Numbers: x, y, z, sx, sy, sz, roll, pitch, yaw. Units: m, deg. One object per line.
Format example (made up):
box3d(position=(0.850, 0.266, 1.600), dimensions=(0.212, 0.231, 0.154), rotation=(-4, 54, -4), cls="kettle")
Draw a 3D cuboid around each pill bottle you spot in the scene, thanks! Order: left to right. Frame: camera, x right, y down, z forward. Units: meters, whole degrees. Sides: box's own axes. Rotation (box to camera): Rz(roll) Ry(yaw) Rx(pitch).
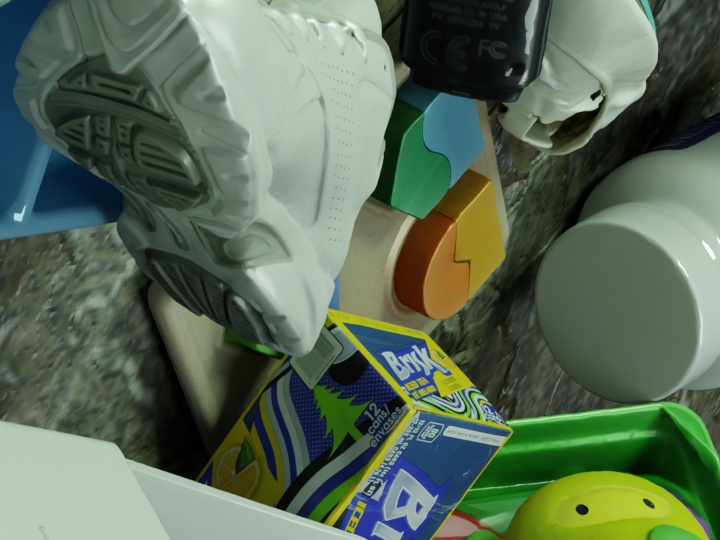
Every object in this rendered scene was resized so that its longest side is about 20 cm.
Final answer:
box3d(position=(0.174, -0.009, 1.154), dimensions=(0.200, 0.120, 0.120), rotation=(-26, 139, -50), cls="pill bottle")

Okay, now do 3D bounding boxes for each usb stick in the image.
box3d(position=(0.050, -0.155, 0.814), dimensions=(0.033, 0.055, 0.201), rotation=(-61, 161, -60), cls="usb stick")

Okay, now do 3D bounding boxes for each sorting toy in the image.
box3d(position=(0.000, 0.000, 0.934), dimensions=(0.185, 0.036, 0.200), rotation=(-49, 153, -23), cls="sorting toy")

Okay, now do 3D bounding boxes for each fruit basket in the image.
box3d(position=(0.085, 0.126, 1.006), dimensions=(0.215, 0.156, 0.216), rotation=(-13, 152, -7), cls="fruit basket")

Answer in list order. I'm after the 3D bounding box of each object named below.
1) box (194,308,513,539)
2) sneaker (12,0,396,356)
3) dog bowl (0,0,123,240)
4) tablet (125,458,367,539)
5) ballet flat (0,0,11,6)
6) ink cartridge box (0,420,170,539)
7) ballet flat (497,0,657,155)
box3d(position=(-0.034, 0.113, 0.905), dimensions=(0.070, 0.064, 0.200), rotation=(15, 116, -51), cls="box")
box3d(position=(-0.035, -0.055, 0.663), dimensions=(0.100, 0.078, 0.200), rotation=(-60, 165, -16), cls="sneaker")
box3d(position=(-0.100, -0.060, 0.663), dimensions=(0.200, 0.050, 0.112), rotation=(-11, 127, -58), cls="dog bowl")
box3d(position=(-0.085, 0.168, 0.869), dimensions=(0.014, 0.130, 0.200), rotation=(-93, -156, -70), cls="tablet")
box3d(position=(-0.162, -0.066, 0.511), dimensions=(0.200, 0.074, 0.074), rotation=(7, 112, -49), cls="ballet flat")
box3d(position=(-0.144, 0.127, 0.574), dimensions=(0.200, 0.145, 0.147), rotation=(16, 122, -47), cls="ink cartridge box")
box3d(position=(0.080, -0.083, 0.935), dimensions=(0.070, 0.069, 0.200), rotation=(-58, 169, -3), cls="ballet flat")
